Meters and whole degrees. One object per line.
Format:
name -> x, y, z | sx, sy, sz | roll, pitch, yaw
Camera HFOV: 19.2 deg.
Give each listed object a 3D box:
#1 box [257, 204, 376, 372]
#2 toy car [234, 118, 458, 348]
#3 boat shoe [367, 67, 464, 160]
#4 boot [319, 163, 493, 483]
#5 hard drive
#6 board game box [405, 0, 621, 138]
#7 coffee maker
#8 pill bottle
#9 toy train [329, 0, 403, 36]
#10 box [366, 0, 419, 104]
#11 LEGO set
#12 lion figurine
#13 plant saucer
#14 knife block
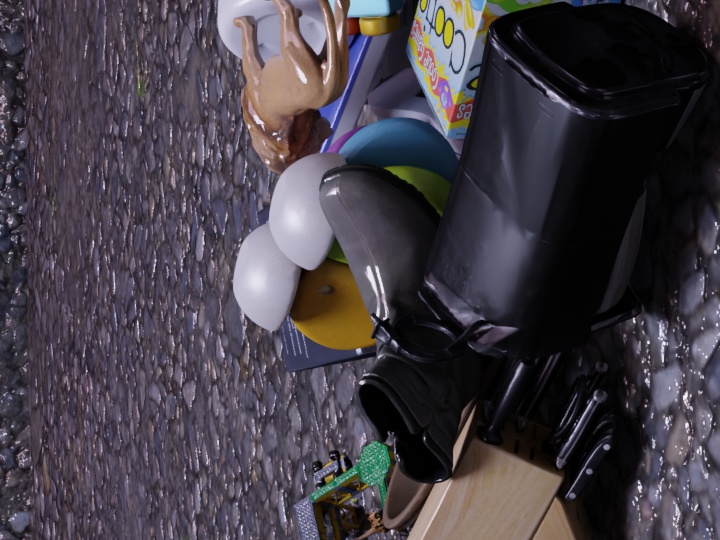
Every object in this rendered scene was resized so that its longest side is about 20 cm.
box -> 0.000, 0.000, 1.775 | 0.200, 0.104, 0.148 | 164, 96, -70
toy car -> 0.011, -0.033, 1.571 | 0.200, 0.175, 0.150 | 123, 158, -52
boat shoe -> 0.082, -0.107, 1.626 | 0.200, 0.074, 0.065 | 30, 156, 57
boot -> 0.025, 0.036, 1.414 | 0.200, 0.068, 0.131 | 57, -145, -27
hard drive -> -0.006, -0.191, 1.732 | 0.132, 0.025, 0.200 | -117, 46, -63
board game box -> 0.112, -0.199, 1.460 | 0.103, 0.105, 0.200 | -111, 27, -43
coffee maker -> 0.118, -0.051, 1.337 | 0.134, 0.192, 0.200 | 27, 129, 19
pill bottle -> -0.058, -0.270, 1.710 | 0.111, 0.110, 0.200 | 122, 152, -58
toy train -> 0.019, -0.265, 1.567 | 0.150, 0.056, 0.200 | 50, 132, 8
box -> 0.040, -0.217, 1.773 | 0.200, 0.036, 0.145 | 180, 89, -72
LEGO set -> 0.033, 0.247, 1.777 | 0.154, 0.116, 0.200 | -42, 50, 27
lion figurine -> -0.046, -0.141, 1.564 | 0.200, 0.072, 0.123 | 143, 118, -77
plant saucer -> 0.072, 0.106, 1.593 | 0.200, 0.029, 0.200 | -62, 5, 10
knife block -> 0.086, 0.134, 1.461 | 0.064, 0.200, 0.176 | -69, -41, -67
